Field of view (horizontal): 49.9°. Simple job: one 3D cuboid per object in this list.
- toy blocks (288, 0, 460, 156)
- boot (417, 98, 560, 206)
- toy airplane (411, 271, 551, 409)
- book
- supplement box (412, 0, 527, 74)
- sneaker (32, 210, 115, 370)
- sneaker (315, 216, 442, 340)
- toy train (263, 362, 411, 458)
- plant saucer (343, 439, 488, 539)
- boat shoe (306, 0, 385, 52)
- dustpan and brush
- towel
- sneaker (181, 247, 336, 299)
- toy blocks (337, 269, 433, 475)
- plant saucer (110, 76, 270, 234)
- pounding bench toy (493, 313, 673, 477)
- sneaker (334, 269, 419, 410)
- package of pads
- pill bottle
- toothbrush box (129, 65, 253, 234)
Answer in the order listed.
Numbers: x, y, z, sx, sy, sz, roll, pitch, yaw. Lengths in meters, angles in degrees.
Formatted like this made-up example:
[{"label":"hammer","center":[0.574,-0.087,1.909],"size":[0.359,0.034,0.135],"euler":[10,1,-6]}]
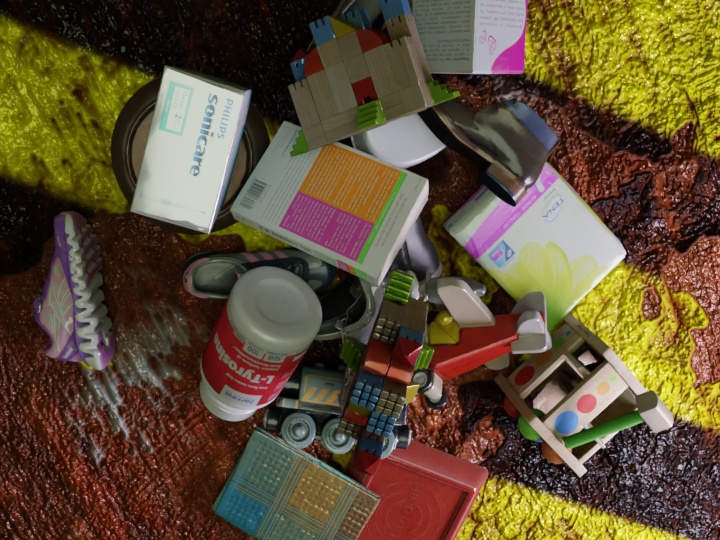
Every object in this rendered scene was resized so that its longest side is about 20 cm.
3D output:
[{"label":"toy blocks","center":[-0.007,-0.225,0.858],"size":[0.198,0.100,0.138],"euler":[-16,98,26]},{"label":"boot","center":[0.146,-0.180,0.926],"size":[0.200,0.075,0.097],"euler":[45,87,-8]},{"label":"toy airplane","center":[0.140,0.069,0.974],"size":[0.197,0.142,0.201],"euler":[1,140,-26]},{"label":"book","center":[-0.037,-0.082,0.915],"size":[0.198,0.048,0.134],"euler":[26,73,15]},{"label":"supplement box","center":[0.127,-0.330,0.891],"size":[0.101,0.103,0.203],"euler":[-12,107,-42]},{"label":"sneaker","center":[-0.365,0.028,0.957],"size":[0.087,0.081,0.203],"euler":[-2,105,2]},{"label":"sneaker","center":[0.000,0.000,0.977],"size":[0.199,0.075,0.107],"euler":[-31,127,-7]},{"label":"toy train","center":[-0.027,0.183,1.029],"size":[0.197,0.085,0.115],"euler":[9,80,-5]},{"label":"plant saucer","center":[0.060,0.344,1.103],"size":[0.198,0.037,0.201],"euler":[23,100,-11]},{"label":"boat shoe","center":[-0.016,-0.274,0.921],"size":[0.074,0.073,0.202],"euler":[24,100,-12]},{"label":"dustpan and brush","center":[0.023,-0.158,0.971],"size":[0.139,0.057,0.201],"euler":[39,90,-21]},{"label":"towel","center":[-0.090,0.321,1.068],"size":[0.199,0.022,0.148],"euler":[30,101,-3]},{"label":"sneaker","center":[-0.126,0.011,0.974],"size":[0.197,0.082,0.071],"euler":[-4,102,-6]},{"label":"toy blocks","center":[0.022,0.120,0.838],"size":[0.099,0.137,0.202],"euler":[19,113,0]},{"label":"plant saucer","center":[-0.209,-0.140,0.953],"size":[0.197,0.035,0.203],"euler":[-1,103,-5]},{"label":"pounding bench toy","center":[0.285,0.180,0.998],"size":[0.156,0.200,0.124],"euler":[-43,111,4]},{"label":"sneaker","center":[0.002,0.083,0.948],"size":[0.081,0.075,0.202],"euler":[14,109,-15]},{"label":"package of pads","center":[0.230,-0.042,1.010],"size":[0.154,0.068,0.200],"euler":[-44,105,7]},{"label":"pill bottle","center":[-0.131,0.097,0.946],"size":[0.111,0.113,0.201],"euler":[22,134,-11]},{"label":"toothbrush box","center":[-0.176,-0.136,0.838],"size":[0.084,0.200,0.148],"euler":[15,102,-10]}]
